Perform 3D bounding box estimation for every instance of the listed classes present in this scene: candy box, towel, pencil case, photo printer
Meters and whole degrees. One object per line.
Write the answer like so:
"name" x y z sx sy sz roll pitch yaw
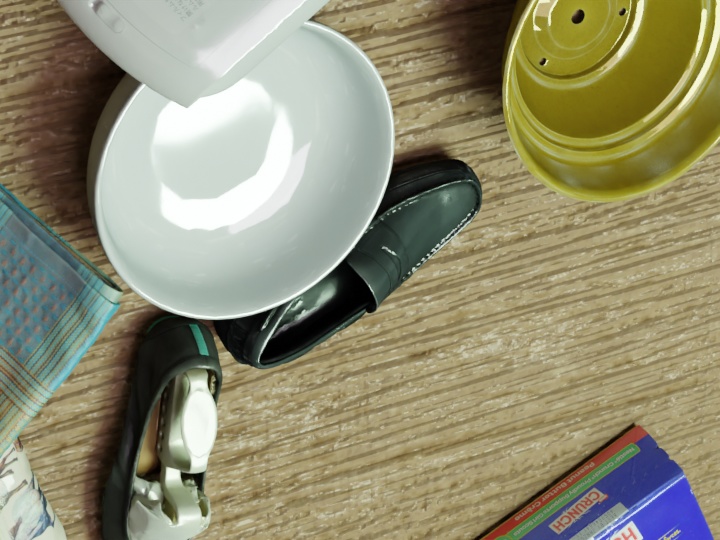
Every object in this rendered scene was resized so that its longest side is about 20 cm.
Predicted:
"candy box" 0.186 0.243 1.903 0.169 0.077 0.200 -34 129 -9
"towel" -0.250 0.045 1.507 0.200 0.147 0.022 -51 170 5
"pencil case" -0.228 0.153 1.600 0.078 0.089 0.200 -29 126 -14
"photo printer" -0.084 -0.203 1.456 0.200 0.069 0.166 -43 95 -4

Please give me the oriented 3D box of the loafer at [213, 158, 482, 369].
"loafer" 0.000 0.000 1.659 0.200 0.070 0.068 -33 128 -11

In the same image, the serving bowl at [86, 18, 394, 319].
"serving bowl" -0.081 -0.072 1.574 0.200 0.066 0.201 -14 122 -24

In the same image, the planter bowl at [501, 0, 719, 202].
"planter bowl" 0.159 -0.151 1.660 0.200 0.083 0.201 -14 122 -24

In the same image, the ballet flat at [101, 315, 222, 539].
"ballet flat" -0.126 0.127 1.658 0.068 0.068 0.200 -6 119 -28
